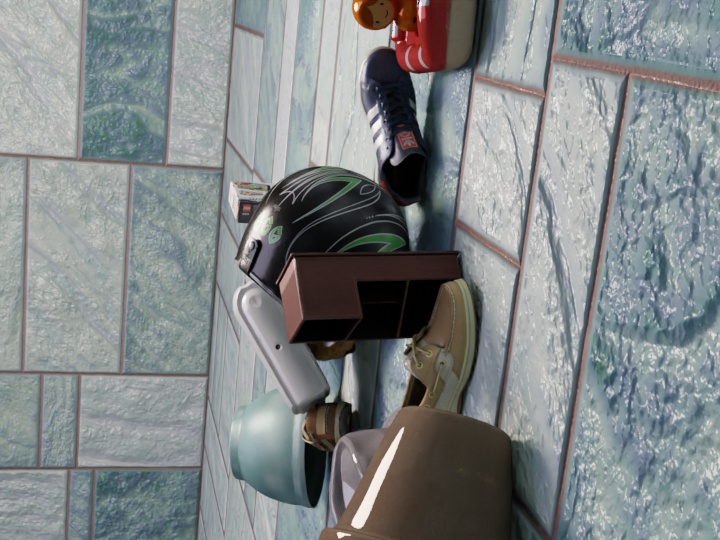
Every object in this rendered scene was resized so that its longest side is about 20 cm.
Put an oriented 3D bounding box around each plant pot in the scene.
[{"bbox_3d":[0.068,0.227,0.992,0.200,0.199,0.175,143,145,-71],"label":"plant pot"},{"bbox_3d":[-0.136,0.280,1.697,0.200,0.133,0.202,0,-90,-82],"label":"plant pot"}]

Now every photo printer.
[{"bbox_3d":[-0.119,0.109,1.533,0.201,0.069,0.166,59,173,11],"label":"photo printer"}]

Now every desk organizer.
[{"bbox_3d":[0.015,0.029,1.158,0.072,0.199,0.077,124,140,-57],"label":"desk organizer"}]

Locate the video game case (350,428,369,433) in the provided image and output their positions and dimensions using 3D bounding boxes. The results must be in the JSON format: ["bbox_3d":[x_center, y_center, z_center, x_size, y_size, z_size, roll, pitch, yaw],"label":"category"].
[{"bbox_3d":[0.008,0.353,1.455,0.181,0.036,0.201,-120,35,-62],"label":"video game case"}]

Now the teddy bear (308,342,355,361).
[{"bbox_3d":[-0.051,0.033,1.579,0.067,0.144,0.201,42,-118,-57],"label":"teddy bear"}]

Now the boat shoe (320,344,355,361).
[{"bbox_3d":[-0.039,0.046,1.651,0.072,0.060,0.202,50,-148,-57],"label":"boat shoe"}]

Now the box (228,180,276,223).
[{"bbox_3d":[-0.096,-0.101,1.606,0.110,0.199,0.035,-121,36,-65],"label":"box"}]

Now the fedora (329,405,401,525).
[{"bbox_3d":[0.019,0.260,1.261,0.177,0.090,0.201,-52,40,47],"label":"fedora"}]

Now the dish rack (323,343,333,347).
[{"bbox_3d":[0.000,0.000,1.459,0.200,0.043,0.172,-45,43,47],"label":"dish rack"}]

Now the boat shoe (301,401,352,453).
[{"bbox_3d":[-0.051,0.234,1.576,0.200,0.073,0.076,93,-179,-70],"label":"boat shoe"}]

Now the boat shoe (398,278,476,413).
[{"bbox_3d":[0.080,0.105,1.150,0.074,0.066,0.201,-122,37,-66],"label":"boat shoe"}]

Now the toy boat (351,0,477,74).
[{"bbox_3d":[0.055,-0.295,1.189,0.200,0.130,0.131,-152,65,-74],"label":"toy boat"}]

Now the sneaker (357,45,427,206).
[{"bbox_3d":[0.048,-0.175,1.292,0.085,0.075,0.201,-134,30,-68],"label":"sneaker"}]

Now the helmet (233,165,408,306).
[{"bbox_3d":[-0.038,-0.033,1.277,0.191,0.200,0.200,-49,16,-4],"label":"helmet"}]
